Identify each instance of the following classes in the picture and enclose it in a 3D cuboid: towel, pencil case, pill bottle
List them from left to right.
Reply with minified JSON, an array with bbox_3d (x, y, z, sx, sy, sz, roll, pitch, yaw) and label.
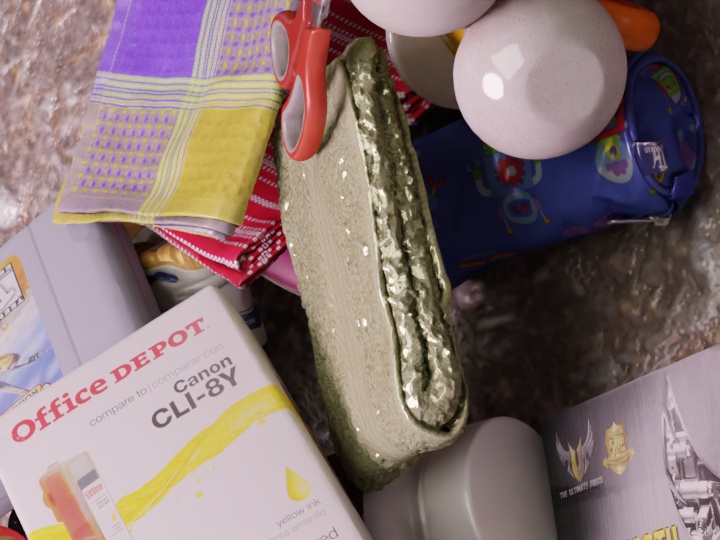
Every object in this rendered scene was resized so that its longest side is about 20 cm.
[{"bbox_3d":[-0.089,-0.112,1.293,0.144,0.023,0.200,8,78,45],"label":"towel"},{"bbox_3d":[-0.035,-0.087,1.341,0.200,0.022,0.145,-45,41,-12],"label":"towel"},{"bbox_3d":[0.000,0.000,1.193,0.148,0.036,0.200,134,125,-67],"label":"towel"},{"bbox_3d":[0.007,0.148,1.293,0.200,0.114,0.114,-22,71,34],"label":"pill bottle"},{"bbox_3d":[0.085,-0.045,1.280,0.200,0.078,0.087,-19,81,35],"label":"pencil case"}]

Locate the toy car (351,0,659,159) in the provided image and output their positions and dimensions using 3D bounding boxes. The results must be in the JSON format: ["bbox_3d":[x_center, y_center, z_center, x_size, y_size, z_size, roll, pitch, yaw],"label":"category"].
[{"bbox_3d":[0.063,-0.158,1.172,0.150,0.200,0.175,-45,24,0],"label":"toy car"}]

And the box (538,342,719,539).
[{"bbox_3d":[0.159,0.126,1.162,0.200,0.048,0.159,149,116,-63],"label":"box"}]

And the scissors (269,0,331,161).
[{"bbox_3d":[-0.016,-0.113,1.112,0.200,0.014,0.073,122,141,-67],"label":"scissors"}]

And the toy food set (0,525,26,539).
[{"bbox_3d":[-0.154,0.215,1.259,0.049,0.200,0.198,-23,61,-10],"label":"toy food set"}]

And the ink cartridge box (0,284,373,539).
[{"bbox_3d":[-0.080,0.128,1.207,0.145,0.083,0.200,-31,54,-1],"label":"ink cartridge box"}]

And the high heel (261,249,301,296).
[{"bbox_3d":[-0.041,-0.057,1.383,0.200,0.067,0.096,39,119,38],"label":"high heel"}]

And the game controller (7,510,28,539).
[{"bbox_3d":[-0.156,0.153,1.379,0.104,0.042,0.200,59,148,14],"label":"game controller"}]

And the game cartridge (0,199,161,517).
[{"bbox_3d":[-0.195,0.061,1.334,0.200,0.042,0.133,-39,45,14],"label":"game cartridge"}]

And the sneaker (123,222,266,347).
[{"bbox_3d":[-0.121,0.018,1.421,0.200,0.075,0.088,8,126,65],"label":"sneaker"}]
